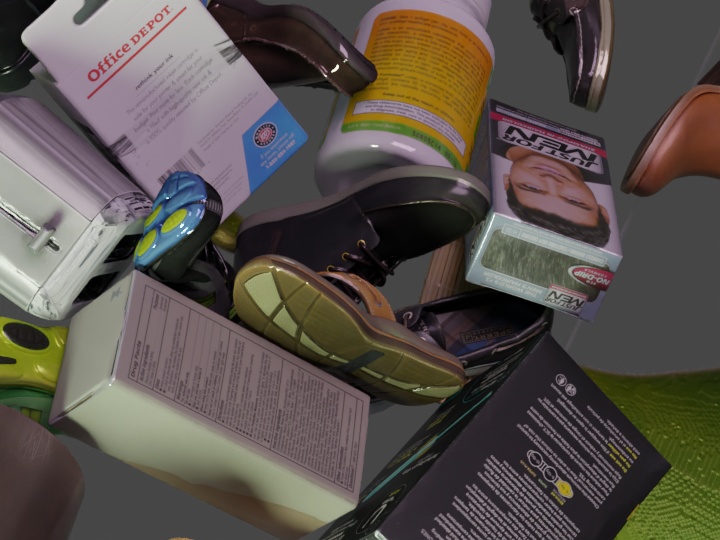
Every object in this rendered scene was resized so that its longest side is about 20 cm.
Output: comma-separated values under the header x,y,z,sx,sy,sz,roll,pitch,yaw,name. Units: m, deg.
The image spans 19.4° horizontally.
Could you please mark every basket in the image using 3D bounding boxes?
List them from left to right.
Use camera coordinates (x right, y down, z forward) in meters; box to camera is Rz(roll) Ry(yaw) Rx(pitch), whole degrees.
x,y,z,sx,sy,sz,roll,pitch,yaw,name
-0.261,0.188,1.292,0.180,0.136,0.200,40,50,-14,basket

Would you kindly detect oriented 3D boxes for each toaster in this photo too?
x,y,z,sx,sy,sz,roll,pitch,yaw,name
-0.218,-0.041,1.428,0.129,0.200,0.114,39,93,2,toaster

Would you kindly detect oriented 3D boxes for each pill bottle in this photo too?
x,y,z,sx,sy,sz,roll,pitch,yaw,name
0.040,-0.136,1.595,0.111,0.111,0.200,20,56,-6,pill bottle

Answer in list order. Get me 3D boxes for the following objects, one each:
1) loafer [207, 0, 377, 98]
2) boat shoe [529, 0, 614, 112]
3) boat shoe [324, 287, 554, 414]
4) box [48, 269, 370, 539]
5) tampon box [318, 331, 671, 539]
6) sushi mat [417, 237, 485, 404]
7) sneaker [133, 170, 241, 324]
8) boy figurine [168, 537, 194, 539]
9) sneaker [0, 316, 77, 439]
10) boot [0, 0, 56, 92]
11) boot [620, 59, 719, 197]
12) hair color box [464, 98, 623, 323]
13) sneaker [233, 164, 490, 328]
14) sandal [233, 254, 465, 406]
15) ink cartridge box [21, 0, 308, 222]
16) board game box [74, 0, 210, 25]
x,y,z,sx,sy,sz,roll,pitch,yaw,name
-0.064,-0.154,1.560,0.073,0.200,0.071,39,80,-38,loafer
0.169,-0.214,1.715,0.066,0.072,0.201,6,57,-4,boat shoe
0.045,0.049,1.504,0.200,0.057,0.069,-14,60,-17,boat shoe
-0.096,0.092,1.390,0.200,0.078,0.095,31,47,-26,box
0.077,0.168,1.392,0.126,0.150,0.200,47,57,-3,tampon box
0.092,0.023,1.577,0.096,0.012,0.200,21,56,-5,sushi mat
-0.109,-0.001,1.409,0.083,0.200,0.071,17,60,0,sneaker
-0.123,0.225,1.331,0.064,0.124,0.200,29,18,31,boy figurine
-0.221,0.077,1.406,0.200,0.084,0.074,22,51,-27,sneaker
-0.264,-0.245,1.530,0.073,0.162,0.198,0,52,33,boot
0.311,-0.084,1.682,0.155,0.074,0.200,44,59,5,boot
0.131,-0.048,1.553,0.099,0.061,0.200,18,28,-8,hair color box
0.000,0.000,1.473,0.075,0.200,0.106,45,38,-42,sneaker
-0.007,0.033,1.418,0.200,0.080,0.054,28,51,-36,sandal
-0.145,-0.131,1.477,0.116,0.067,0.200,-44,117,-9,ink cartridge box
-0.163,-0.264,1.568,0.148,0.064,0.200,57,36,-29,board game box
